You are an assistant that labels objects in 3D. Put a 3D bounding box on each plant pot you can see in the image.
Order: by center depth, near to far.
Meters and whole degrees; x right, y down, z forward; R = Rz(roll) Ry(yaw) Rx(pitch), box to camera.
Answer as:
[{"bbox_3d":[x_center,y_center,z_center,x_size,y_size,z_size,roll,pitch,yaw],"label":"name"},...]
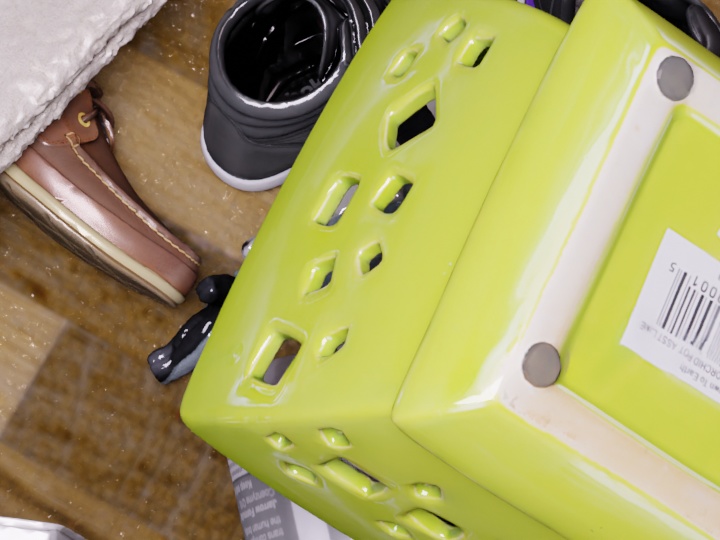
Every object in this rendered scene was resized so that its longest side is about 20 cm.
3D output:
[{"bbox_3d":[0.083,0.019,0.848,0.200,0.181,0.200,33,75,-22],"label":"plant pot"}]

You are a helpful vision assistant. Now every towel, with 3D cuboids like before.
[{"bbox_3d":[-0.182,-0.101,0.995,0.132,0.035,0.200,39,73,15],"label":"towel"}]

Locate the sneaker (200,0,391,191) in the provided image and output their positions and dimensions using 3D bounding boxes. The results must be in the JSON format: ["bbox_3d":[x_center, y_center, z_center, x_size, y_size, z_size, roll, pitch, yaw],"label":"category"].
[{"bbox_3d":[0.009,-0.118,1.029,0.200,0.099,0.071,-41,81,-9],"label":"sneaker"}]

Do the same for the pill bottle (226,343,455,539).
[{"bbox_3d":[0.013,0.134,0.974,0.113,0.114,0.201,-12,80,-3],"label":"pill bottle"}]

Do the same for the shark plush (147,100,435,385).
[{"bbox_3d":[0.000,0.000,1.026,0.199,0.091,0.084,-33,112,-12],"label":"shark plush"}]

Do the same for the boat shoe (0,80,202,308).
[{"bbox_3d":[-0.143,-0.065,1.030,0.200,0.072,0.068,41,83,9],"label":"boat shoe"}]

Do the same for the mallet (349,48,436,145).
[{"bbox_3d":[0.040,-0.016,0.982,0.066,0.200,0.041,-41,39,4],"label":"mallet"}]

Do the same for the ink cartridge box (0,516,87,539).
[{"bbox_3d":[-0.169,0.203,0.941,0.085,0.146,0.201,7,79,2],"label":"ink cartridge box"}]

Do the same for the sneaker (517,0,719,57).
[{"bbox_3d":[0.150,-0.069,1.020,0.200,0.100,0.070,41,81,3],"label":"sneaker"}]
